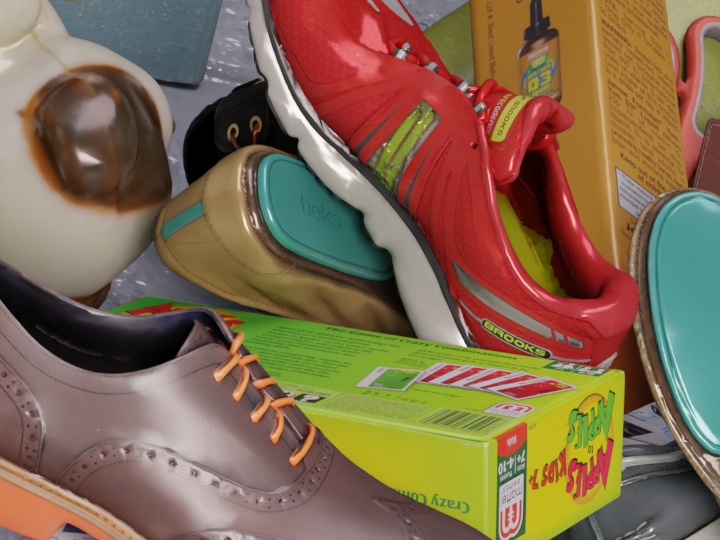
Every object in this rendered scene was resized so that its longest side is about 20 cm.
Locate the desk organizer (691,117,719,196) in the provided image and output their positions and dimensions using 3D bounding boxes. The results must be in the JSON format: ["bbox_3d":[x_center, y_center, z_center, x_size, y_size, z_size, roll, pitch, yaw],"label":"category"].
[{"bbox_3d":[0.210,0.003,1.225,0.072,0.077,0.200,9,-10,34],"label":"desk organizer"}]

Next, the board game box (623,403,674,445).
[{"bbox_3d":[0.080,0.049,1.178,0.199,0.035,0.126,15,26,-16],"label":"board game box"}]

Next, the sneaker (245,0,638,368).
[{"bbox_3d":[0.036,-0.049,1.015,0.077,0.085,0.200,-29,84,-47],"label":"sneaker"}]

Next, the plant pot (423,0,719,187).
[{"bbox_3d":[0.099,-0.066,1.284,0.200,0.188,0.187,-13,41,-34],"label":"plant pot"}]

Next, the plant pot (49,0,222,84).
[{"bbox_3d":[-0.159,-0.235,1.355,0.195,0.200,0.196,8,28,-28],"label":"plant pot"}]

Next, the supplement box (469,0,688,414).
[{"bbox_3d":[0.088,-0.042,1.121,0.069,0.066,0.201,32,43,-40],"label":"supplement box"}]

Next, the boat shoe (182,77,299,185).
[{"bbox_3d":[-0.024,-0.046,1.160,0.063,0.074,0.201,-25,5,-16],"label":"boat shoe"}]

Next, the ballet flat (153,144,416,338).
[{"bbox_3d":[0.000,0.000,1.083,0.200,0.063,0.069,25,51,-45],"label":"ballet flat"}]

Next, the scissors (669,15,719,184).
[{"bbox_3d":[0.127,-0.026,1.177,0.073,0.014,0.201,15,60,-14],"label":"scissors"}]

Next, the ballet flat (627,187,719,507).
[{"bbox_3d":[0.146,0.067,1.021,0.070,0.065,0.200,-21,79,-13],"label":"ballet flat"}]

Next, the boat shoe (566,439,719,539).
[{"bbox_3d":[0.154,0.060,1.101,0.200,0.073,0.062,-30,83,-32],"label":"boat shoe"}]

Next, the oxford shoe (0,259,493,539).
[{"bbox_3d":[-0.040,0.057,0.848,0.199,0.073,0.071,20,22,-5],"label":"oxford shoe"}]

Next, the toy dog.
[{"bbox_3d":[-0.163,-0.068,1.092,0.200,0.140,0.194,27,35,8],"label":"toy dog"}]

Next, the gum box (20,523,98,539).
[{"bbox_3d":[-0.018,0.138,0.872,0.199,0.066,0.114,23,23,2],"label":"gum box"}]

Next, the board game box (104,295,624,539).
[{"bbox_3d":[-0.021,0.054,0.978,0.199,0.048,0.102,8,15,29],"label":"board game box"}]
